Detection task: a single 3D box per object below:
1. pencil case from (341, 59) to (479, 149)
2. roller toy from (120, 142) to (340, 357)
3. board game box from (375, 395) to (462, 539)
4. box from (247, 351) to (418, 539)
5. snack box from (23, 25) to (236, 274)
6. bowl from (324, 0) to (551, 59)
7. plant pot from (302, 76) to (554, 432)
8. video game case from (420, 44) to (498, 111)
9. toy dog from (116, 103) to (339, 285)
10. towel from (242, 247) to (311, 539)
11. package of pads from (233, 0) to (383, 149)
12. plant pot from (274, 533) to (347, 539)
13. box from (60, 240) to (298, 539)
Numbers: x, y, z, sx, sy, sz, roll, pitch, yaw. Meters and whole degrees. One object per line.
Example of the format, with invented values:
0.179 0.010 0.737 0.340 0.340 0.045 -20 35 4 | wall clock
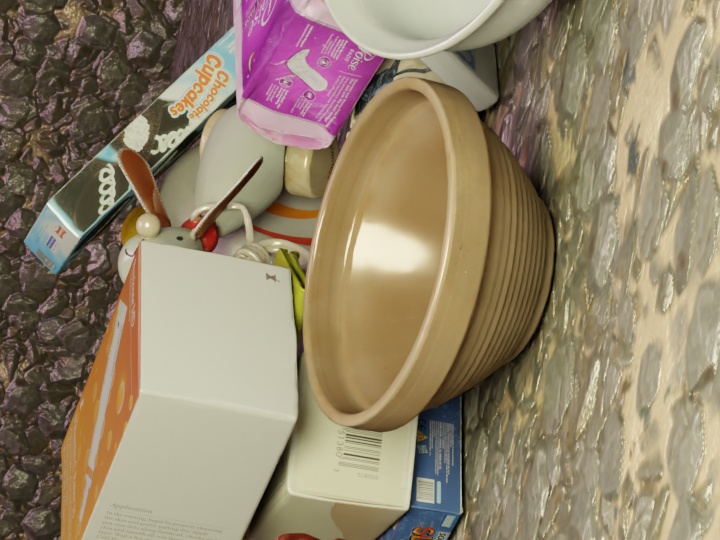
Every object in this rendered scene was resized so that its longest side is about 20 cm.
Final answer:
0.032 -0.148 1.685 0.078 0.089 0.200 92 178 -48 | pencil case
-0.064 0.002 1.805 0.183 0.199 0.140 -108 28 -54 | roller toy
0.032 0.102 1.634 0.135 0.034 0.200 113 163 -53 | board game box
-0.026 0.126 1.607 0.200 0.078 0.095 128 150 -69 | box
-0.148 -0.087 1.786 0.200 0.037 0.116 -45 2 -19 | snack box
0.069 -0.208 1.445 0.201 0.090 0.202 -17 67 46 | bowl
0.047 -0.002 1.437 0.201 0.092 0.201 -167 90 -69 | plant pot
0.019 -0.221 1.609 0.022 0.200 0.183 -29 40 26 | video game case
-0.091 -0.068 1.670 0.200 0.132 0.097 -76 -20 -58 | toy dog
-0.061 0.092 1.576 0.086 0.018 0.200 -123 46 -67 | towel
-0.032 -0.187 1.668 0.200 0.076 0.121 -93 28 -46 | package of pads
-0.003 0.253 1.332 0.201 0.200 0.196 -145 72 -78 | plant pot
-0.113 0.100 1.542 0.125 0.097 0.200 -95 22 -44 | box
